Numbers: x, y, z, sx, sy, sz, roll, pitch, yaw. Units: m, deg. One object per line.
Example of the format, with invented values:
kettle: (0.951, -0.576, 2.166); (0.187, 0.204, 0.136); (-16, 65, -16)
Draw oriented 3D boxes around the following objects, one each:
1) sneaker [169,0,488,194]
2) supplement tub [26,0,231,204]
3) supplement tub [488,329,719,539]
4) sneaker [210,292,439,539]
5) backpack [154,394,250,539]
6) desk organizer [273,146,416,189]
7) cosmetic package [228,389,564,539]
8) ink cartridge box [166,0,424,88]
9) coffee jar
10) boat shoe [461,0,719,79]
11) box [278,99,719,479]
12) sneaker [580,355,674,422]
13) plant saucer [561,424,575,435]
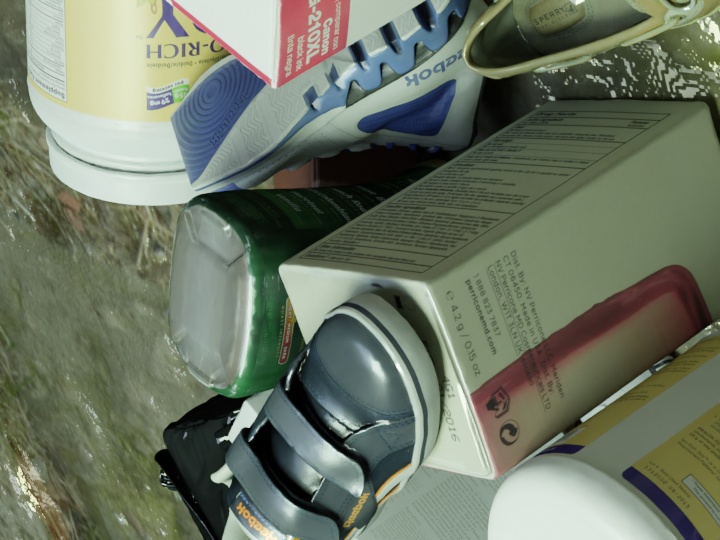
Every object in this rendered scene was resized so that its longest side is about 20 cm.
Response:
sneaker: (0.003, -0.090, 1.227); (0.115, 0.199, 0.081); (35, -150, -45)
supplement tub: (-0.122, -0.155, 1.308); (0.145, 0.145, 0.201); (29, 129, 40)
supplement tub: (0.176, 0.114, 1.091); (0.145, 0.200, 0.146); (36, 142, 35)
sneaker: (-0.020, 0.092, 1.088); (0.078, 0.079, 0.200); (46, 149, 20)
backpack: (-0.036, 0.170, 1.522); (0.201, 0.126, 0.167); (61, 161, -5)
desk organizer: (-0.033, -0.033, 1.370); (0.200, 0.071, 0.077); (137, 137, -59)
cosmetic package: (0.045, 0.124, 1.269); (0.200, 0.151, 0.052); (51, 150, 15)
ink cartridge box: (-0.012, -0.197, 1.100); (0.145, 0.200, 0.085); (40, 148, 28)
coffee jar: (0.000, 0.000, 1.210); (0.085, 0.199, 0.105); (34, 126, 46)
boat shoe: (0.121, -0.140, 1.087); (0.200, 0.063, 0.073); (-19, 100, 59)
box: (0.082, 0.004, 1.132); (0.128, 0.200, 0.109); (7, 123, 54)
sneaker: (0.150, 0.120, 1.217); (0.200, 0.115, 0.075); (47, 147, 20)
plant saucer: (0.067, 0.070, 1.373); (0.200, 0.037, 0.201); (35, 142, 33)
